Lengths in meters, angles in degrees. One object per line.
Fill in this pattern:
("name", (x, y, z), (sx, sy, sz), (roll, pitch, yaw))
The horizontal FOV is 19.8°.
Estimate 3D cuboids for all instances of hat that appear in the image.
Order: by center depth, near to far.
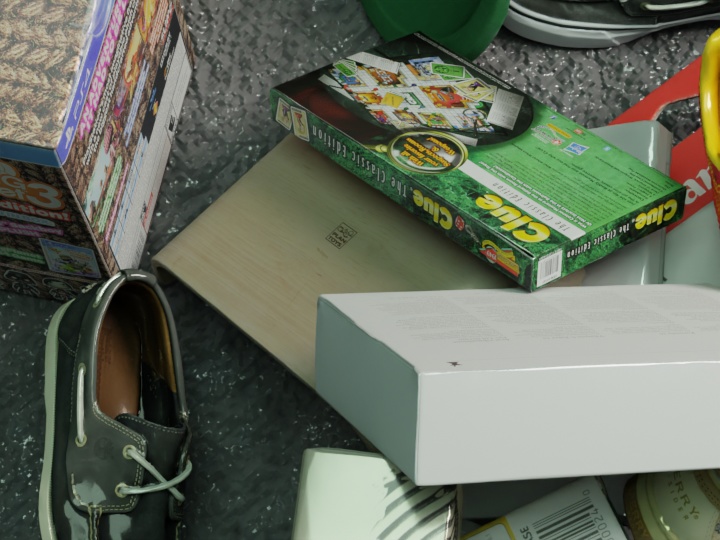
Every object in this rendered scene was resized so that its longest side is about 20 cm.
("hat", (0.099, -0.221, 1.151), (0.175, 0.165, 0.202), (-13, 102, -33))

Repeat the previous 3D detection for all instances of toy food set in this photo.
("toy food set", (0.000, 0.000, 1.060), (0.143, 0.061, 0.200), (-42, 49, -14))

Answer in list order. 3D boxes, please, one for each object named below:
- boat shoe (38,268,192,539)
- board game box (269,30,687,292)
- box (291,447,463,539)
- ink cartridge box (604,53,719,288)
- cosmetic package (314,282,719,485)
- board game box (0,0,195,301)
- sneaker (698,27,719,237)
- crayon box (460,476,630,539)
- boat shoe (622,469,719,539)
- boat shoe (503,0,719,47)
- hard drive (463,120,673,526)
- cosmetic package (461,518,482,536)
("boat shoe", (-0.117, 0.099, 1.029), (0.071, 0.067, 0.202), (9, 65, -39))
("board game box", (0.055, -0.059, 1.028), (0.104, 0.024, 0.200), (-21, 40, -33))
("box", (-0.001, 0.181, 0.852), (0.068, 0.082, 0.202), (5, 73, 7))
("ink cartridge box", (0.184, -0.027, 1.041), (0.199, 0.045, 0.177), (-37, 66, 18))
("cosmetic package", (0.094, 0.045, 0.895), (0.198, 0.151, 0.052), (-1, 99, -16))
("board game box", (-0.160, -0.095, 1.056), (0.096, 0.200, 0.161), (10, 67, 8))
("sneaker", (0.192, -0.020, 0.967), (0.072, 0.077, 0.202), (-19, 76, 23))
("crayon box", (0.043, 0.190, 0.913), (0.199, 0.051, 0.128), (-24, 70, -3))
("boat shoe", (0.209, 0.119, 0.956), (0.199, 0.063, 0.074), (11, 50, -40))
("boat shoe", (0.169, -0.172, 1.132), (0.198, 0.071, 0.073), (-5, 68, 6))
("hard drive", (0.089, 0.029, 1.042), (0.131, 0.026, 0.202), (-7, 68, 34))
("cosmetic package", (0.078, 0.191, 0.981), (0.199, 0.090, 0.107), (22, 71, 10))
